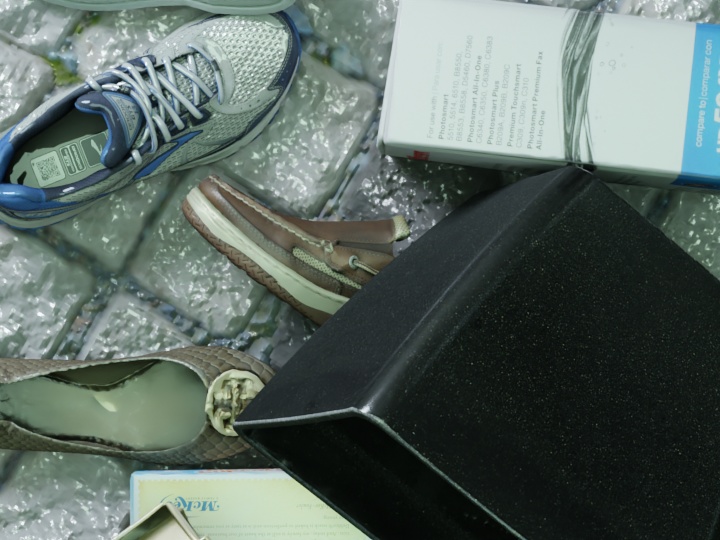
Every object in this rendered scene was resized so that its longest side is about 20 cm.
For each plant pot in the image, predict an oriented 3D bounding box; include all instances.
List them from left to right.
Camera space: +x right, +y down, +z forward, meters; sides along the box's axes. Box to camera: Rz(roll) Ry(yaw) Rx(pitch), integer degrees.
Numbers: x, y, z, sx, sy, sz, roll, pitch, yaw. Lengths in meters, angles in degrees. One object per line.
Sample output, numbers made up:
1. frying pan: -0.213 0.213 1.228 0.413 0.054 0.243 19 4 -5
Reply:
1. plant pot: 0.087 0.063 1.277 0.199 0.200 0.178 38 74 -13

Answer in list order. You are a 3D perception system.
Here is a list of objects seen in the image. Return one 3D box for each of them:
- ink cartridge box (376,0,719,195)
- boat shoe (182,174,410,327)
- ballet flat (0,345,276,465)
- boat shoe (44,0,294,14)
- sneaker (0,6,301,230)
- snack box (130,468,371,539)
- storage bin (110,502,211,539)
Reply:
1. ink cartridge box: 0.112 -0.093 1.347 0.198 0.146 0.085 7 91 0
2. boat shoe: -0.001 -0.001 1.389 0.202 0.075 0.075 36 91 -11
3. ballet flat: -0.140 0.073 1.400 0.198 0.046 0.068 2 91 1
4. boat shoe: -0.121 -0.185 1.395 0.198 0.076 0.061 11 52 10
5. sneaker: -0.120 -0.081 1.381 0.199 0.085 0.077 -31 90 0
6. snack box: -0.027 0.168 1.403 0.198 0.037 0.117 0 89 1
7. storage bin: -0.120 0.257 1.321 0.199 0.094 0.199 -35 88 -10
